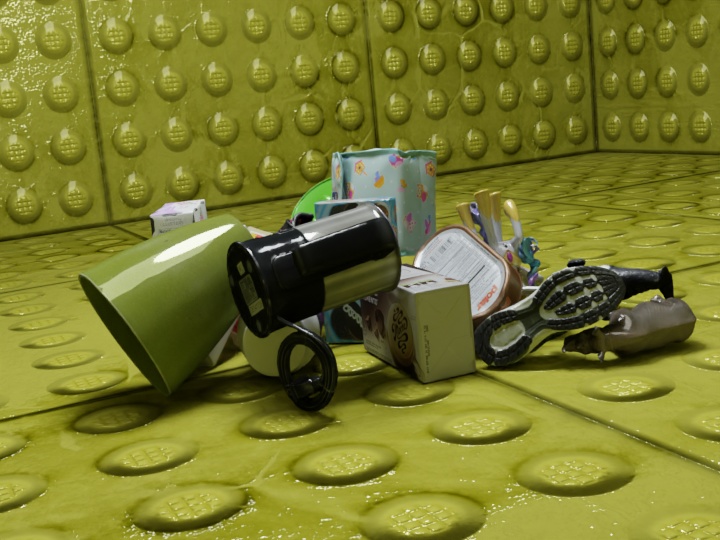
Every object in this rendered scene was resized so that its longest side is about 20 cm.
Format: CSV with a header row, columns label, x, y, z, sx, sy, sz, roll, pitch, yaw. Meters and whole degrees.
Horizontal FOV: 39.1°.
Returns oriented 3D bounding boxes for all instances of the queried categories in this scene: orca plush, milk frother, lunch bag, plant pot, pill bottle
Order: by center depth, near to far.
label,x,y,z,sx,sy,sz,roll,pitch,yaw
milk frother,-0.034,0.040,1.211,0.186,0.204,0.180,-18,12,-26
plant pot,-0.222,0.022,1.291,0.199,0.189,0.186,-39,23,-20
pill bottle,-0.106,0.074,1.357,0.109,0.114,0.200,-5,10,2
orca plush,0.358,0.041,1.489,0.197,0.072,0.106,6,-30,27
lunch bag,0.020,-0.108,1.622,0.198,0.174,0.121,5,7,44

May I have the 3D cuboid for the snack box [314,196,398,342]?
label,x,y,z,sx,sy,sz,roll,pitch,yaw
snack box,0.000,0.000,1.446,0.114,0.204,0.037,-2,9,19

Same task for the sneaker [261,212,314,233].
label,x,y,z,sx,sy,sz,roll,pitch,yaw
sneaker,-0.099,-0.052,1.626,0.198,0.085,0.076,4,14,42

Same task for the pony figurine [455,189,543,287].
label,x,y,z,sx,sy,sz,roll,pitch,yaw
pony figurine,0.203,-0.012,1.533,0.164,0.204,0.193,-15,-4,-12

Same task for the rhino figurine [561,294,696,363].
label,x,y,z,sx,sy,sz,roll,pitch,yaw
rhino figurine,0.330,0.074,1.259,0.197,0.061,0.087,-12,10,-24

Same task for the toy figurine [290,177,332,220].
label,x,y,z,sx,sy,sz,roll,pitch,yaw
toy figurine,0.001,-0.055,1.826,0.197,0.185,0.152,-1,50,38

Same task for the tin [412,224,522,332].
label,x,y,z,sx,sy,sz,roll,pitch,yaw
tin,0.139,0.010,1.370,0.042,0.112,0.200,37,6,-37

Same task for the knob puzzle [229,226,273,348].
label,x,y,z,sx,sy,sz,roll,pitch,yaw
knob puzzle,-0.135,0.028,1.513,0.216,0.223,0.031,-8,-34,11

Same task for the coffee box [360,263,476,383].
label,x,y,z,sx,sy,sz,roll,pitch,yaw
coffee box,0.069,0.062,1.319,0.078,0.115,0.200,-9,11,-19

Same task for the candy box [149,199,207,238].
label,x,y,z,sx,sy,sz,roll,pitch,yaw
candy box,-0.278,-0.003,1.620,0.070,0.204,0.168,-6,10,-1

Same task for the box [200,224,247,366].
label,x,y,z,sx,sy,sz,roll,pitch,yaw
box,-0.221,0.033,1.454,0.093,0.078,0.202,-2,47,28

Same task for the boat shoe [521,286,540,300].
label,x,y,z,sx,sy,sz,roll,pitch,yaw
boat shoe,0.182,0.047,1.381,0.198,0.076,0.087,1,-32,9

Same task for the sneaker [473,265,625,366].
label,x,y,z,sx,sy,sz,roll,pitch,yaw
sneaker,0.239,0.054,1.271,0.198,0.078,0.088,-27,-13,18
